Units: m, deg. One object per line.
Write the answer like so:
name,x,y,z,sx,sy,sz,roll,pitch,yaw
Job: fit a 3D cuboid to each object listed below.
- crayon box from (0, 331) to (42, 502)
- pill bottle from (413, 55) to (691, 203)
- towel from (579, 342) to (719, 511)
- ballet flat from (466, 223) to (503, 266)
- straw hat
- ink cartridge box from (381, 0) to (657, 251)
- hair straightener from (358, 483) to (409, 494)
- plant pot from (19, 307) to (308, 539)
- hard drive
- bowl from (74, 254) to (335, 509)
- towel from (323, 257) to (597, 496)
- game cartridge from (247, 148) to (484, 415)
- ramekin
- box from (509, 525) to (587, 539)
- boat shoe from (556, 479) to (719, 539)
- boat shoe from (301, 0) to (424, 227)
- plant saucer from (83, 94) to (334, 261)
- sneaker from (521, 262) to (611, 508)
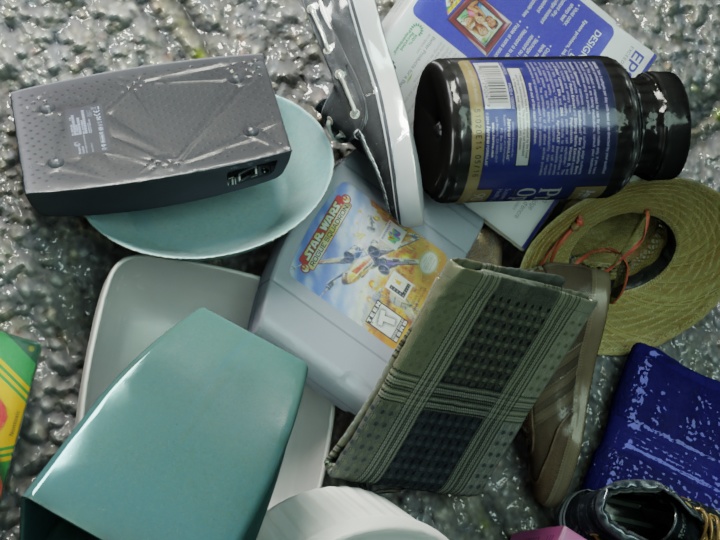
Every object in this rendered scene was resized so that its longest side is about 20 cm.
crayon box,-0.343,0.087,1.452,0.199,0.051,0.128,18,73,-18
pill bottle,0.148,-0.110,1.560,0.198,0.112,0.113,-2,79,-14
towel,0.259,0.179,1.697,0.147,0.050,0.201,26,70,-9
ballet flat,0.030,-0.003,1.626,0.199,0.068,0.068,-4,88,-22
straw hat,0.213,-0.027,1.692,0.200,0.202,0.085,5,36,-22
ink cartridge box,0.105,-0.153,1.623,0.200,0.047,0.198,36,88,-18
hair straightener,0.069,0.110,1.599,0.077,0.041,0.200,39,87,-19
plant pot,-0.125,0.139,1.394,0.141,0.142,0.201,27,58,5
hard drive,-0.159,-0.101,1.526,0.198,0.043,0.135,-10,44,-8
bowl,-0.123,0.102,1.531,0.198,0.075,0.202,13,73,-20
towel,0.077,0.081,1.535,0.192,0.035,0.201,14,112,-49
game cartridge,0.000,0.000,1.550,0.133,0.041,0.201,37,62,-13
ramekin,-0.020,0.253,1.491,0.201,0.094,0.204,-13,120,-24
box,0.182,0.331,1.598,0.199,0.097,0.177,34,69,-14
boat shoe,0.262,0.216,1.613,0.199,0.091,0.071,12,73,-14
boat shoe,0.000,-0.125,1.540,0.067,0.072,0.201,-15,84,3
plant saucer,-0.118,-0.065,1.546,0.199,0.039,0.202,-3,43,2
sneaker,0.151,0.091,1.644,0.075,0.070,0.202,11,98,2
